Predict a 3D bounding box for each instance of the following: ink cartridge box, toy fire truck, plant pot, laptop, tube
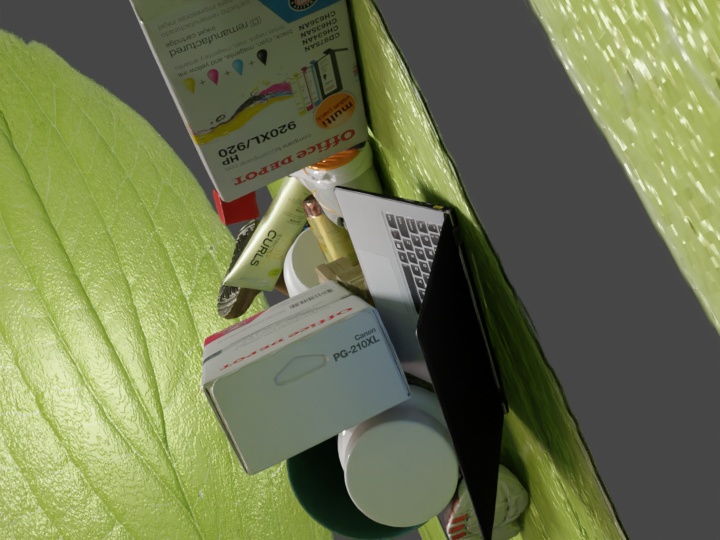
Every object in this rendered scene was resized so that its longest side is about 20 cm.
[{"bbox_3d":[-0.056,0.082,0.688,0.085,0.144,0.200,66,172,-9],"label":"ink cartridge box"},{"bbox_3d":[-0.155,-0.153,0.956,0.141,0.049,0.201,-156,53,-67],"label":"toy fire truck"},{"bbox_3d":[-0.094,-0.189,0.641,0.200,0.147,0.145,76,168,-57],"label":"ink cartridge box"},{"bbox_3d":[0.014,0.209,0.999,0.161,0.200,0.201,-84,-28,-80],"label":"plant pot"},{"bbox_3d":[0.034,0.058,0.570,0.200,0.116,0.188,18,136,47],"label":"laptop"},{"bbox_3d":[-0.108,-0.048,1.041,0.058,0.200,0.052,34,-150,1],"label":"tube"}]

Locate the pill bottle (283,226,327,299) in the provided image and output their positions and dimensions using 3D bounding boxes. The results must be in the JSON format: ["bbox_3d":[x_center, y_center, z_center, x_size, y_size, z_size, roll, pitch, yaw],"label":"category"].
[{"bbox_3d":[-0.044,0.005,1.049,0.200,0.114,0.115,98,148,-78],"label":"pill bottle"}]

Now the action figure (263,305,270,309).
[{"bbox_3d":[-0.015,0.079,0.886,0.119,0.199,0.055,62,-144,-20],"label":"action figure"}]

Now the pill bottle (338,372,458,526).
[{"bbox_3d":[0.036,0.148,0.743,0.200,0.113,0.114,-80,-32,-79],"label":"pill bottle"}]

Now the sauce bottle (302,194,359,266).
[{"bbox_3d":[0.000,0.000,0.894,0.066,0.066,0.201,-139,25,-75],"label":"sauce bottle"}]

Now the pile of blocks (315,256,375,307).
[{"bbox_3d":[0.021,0.025,0.781,0.082,0.062,0.200,68,162,-11],"label":"pile of blocks"}]

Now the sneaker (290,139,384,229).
[{"bbox_3d":[-0.024,-0.082,0.789,0.092,0.075,0.200,64,176,-18],"label":"sneaker"}]

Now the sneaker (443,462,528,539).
[{"bbox_3d":[0.105,0.206,0.746,0.200,0.077,0.082,78,173,-58],"label":"sneaker"}]

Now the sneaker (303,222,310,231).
[{"bbox_3d":[-0.071,-0.076,1.132,0.200,0.082,0.074,149,99,-82],"label":"sneaker"}]

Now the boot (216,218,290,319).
[{"bbox_3d":[-0.101,0.031,1.179,0.200,0.066,0.176,32,-125,-28],"label":"boot"}]
